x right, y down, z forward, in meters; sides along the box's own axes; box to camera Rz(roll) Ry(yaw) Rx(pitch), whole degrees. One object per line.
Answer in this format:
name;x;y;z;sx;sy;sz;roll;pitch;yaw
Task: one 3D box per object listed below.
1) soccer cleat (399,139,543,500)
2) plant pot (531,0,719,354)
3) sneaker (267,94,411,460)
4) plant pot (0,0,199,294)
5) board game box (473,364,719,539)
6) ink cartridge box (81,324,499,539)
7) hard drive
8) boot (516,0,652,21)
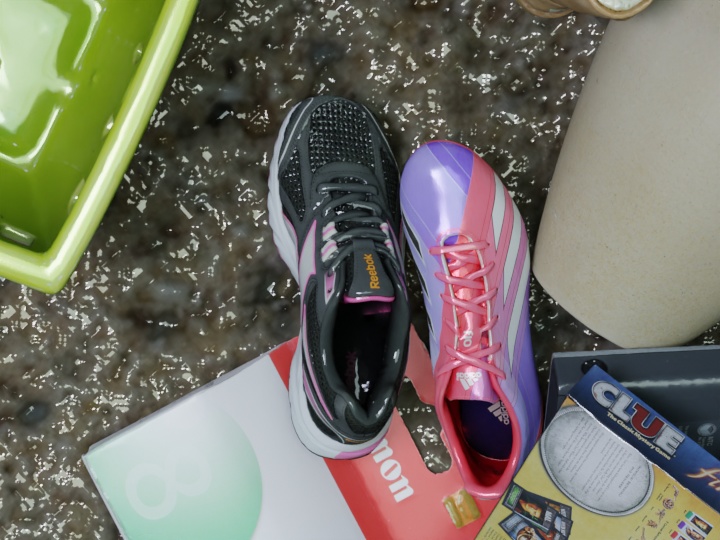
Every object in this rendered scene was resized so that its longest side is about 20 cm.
soccer cleat;0.061;0.028;1.479;0.066;0.077;0.201;-5;114;14
plant pot;0.186;-0.057;1.471;0.187;0.187;0.200;31;107;-5
sneaker;0.000;0.000;1.481;0.080;0.086;0.201;-6;83;-15
plant pot;-0.203;-0.118;1.424;0.199;0.181;0.201;25;91;-6
board game box;0.132;0.161;1.462;0.135;0.035;0.200;38;134;10
ink cartridge box;-0.032;0.126;1.519;0.200;0.050;0.161;-28;95;0
hard drive;0.202;0.097;1.502;0.199;0.033;0.140;-2;135;-4
boot;0.093;-0.212;1.431;0.066;0.200;0.175;-32;95;-2
